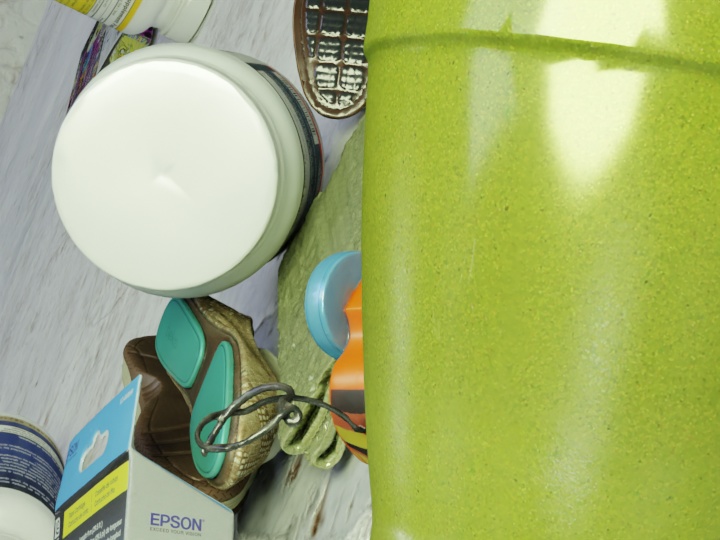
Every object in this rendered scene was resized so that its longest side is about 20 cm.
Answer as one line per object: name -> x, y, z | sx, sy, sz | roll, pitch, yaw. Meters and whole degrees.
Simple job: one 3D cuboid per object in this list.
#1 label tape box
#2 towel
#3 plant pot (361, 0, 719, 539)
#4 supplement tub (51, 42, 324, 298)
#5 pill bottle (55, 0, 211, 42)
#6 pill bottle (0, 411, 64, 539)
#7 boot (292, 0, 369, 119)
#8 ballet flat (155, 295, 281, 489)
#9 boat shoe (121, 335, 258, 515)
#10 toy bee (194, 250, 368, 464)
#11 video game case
label tape box -> -0.118, 0.173, 1.037 | 0.143, 0.066, 0.201 | 141, 137, -58
towel -> 0.000, 0.000, 1.038 | 0.149, 0.036, 0.200 | -58, 19, 25
plant pot -> 0.081, 0.013, 0.560 | 0.200, 0.199, 0.194 | -174, 95, -72
supplement tub -> -0.097, -0.059, 1.140 | 0.141, 0.140, 0.200 | -64, -2, 6
pill bottle -> -0.237, -0.292, 1.855 | 0.113, 0.199, 0.113 | -55, 21, 32
pill bottle -> -0.273, 0.194, 1.466 | 0.111, 0.111, 0.200 | -61, 18, 15
boot -> -0.002, -0.177, 1.269 | 0.097, 0.074, 0.201 | 85, -168, -72
ballet flat -> -0.065, 0.065, 1.092 | 0.071, 0.065, 0.200 | -66, 21, 17
boat shoe -> -0.101, 0.110, 1.165 | 0.202, 0.074, 0.075 | -114, 27, -66
toy bee -> 0.018, 0.040, 0.841 | 0.200, 0.109, 0.131 | -39, 26, -16
video game case -> -0.271, -0.247, 2.172 | 0.182, 0.036, 0.201 | -54, 20, 33
